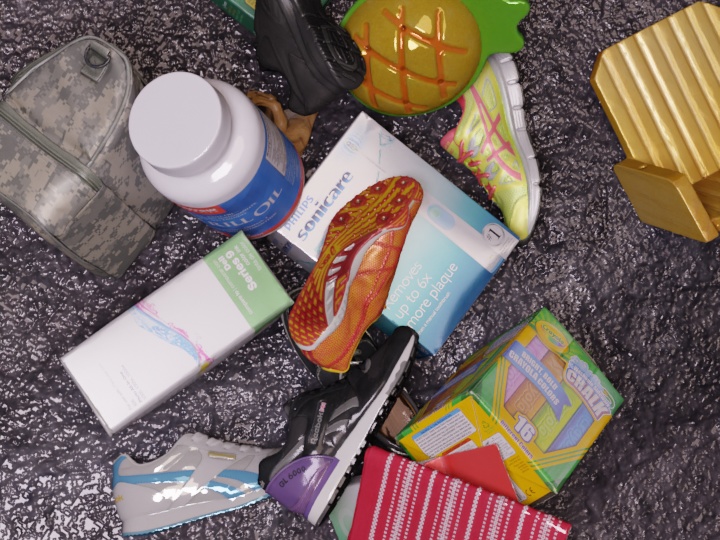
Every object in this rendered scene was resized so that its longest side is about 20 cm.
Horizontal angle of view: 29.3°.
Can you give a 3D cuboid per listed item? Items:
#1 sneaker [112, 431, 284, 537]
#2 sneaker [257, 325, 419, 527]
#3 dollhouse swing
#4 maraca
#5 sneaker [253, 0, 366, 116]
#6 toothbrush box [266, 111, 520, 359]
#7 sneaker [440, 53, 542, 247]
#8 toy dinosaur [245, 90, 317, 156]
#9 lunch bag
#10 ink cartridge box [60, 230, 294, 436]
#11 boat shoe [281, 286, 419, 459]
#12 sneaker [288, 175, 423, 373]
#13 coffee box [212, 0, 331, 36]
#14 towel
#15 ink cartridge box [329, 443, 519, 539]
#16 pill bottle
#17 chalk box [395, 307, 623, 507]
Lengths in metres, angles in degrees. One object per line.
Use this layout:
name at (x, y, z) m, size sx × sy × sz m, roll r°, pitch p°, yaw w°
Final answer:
sneaker at (-0.134, 0.188, 1.295) m, size 0.199 × 0.077 × 0.081 m, roll -14°, pitch 80°, yaw -14°
sneaker at (-0.022, 0.124, 1.256) m, size 0.087 × 0.076 × 0.201 m, roll 30°, pitch 76°, yaw 9°
dollhouse swing at (0.359, -0.163, 1.383) m, size 0.199 × 0.182 × 0.177 m, roll -27°, pitch 108°, yaw -11°
maraca at (0.065, -0.224, 1.323) m, size 0.199 × 0.107 × 0.137 m, roll -28°, pitch 116°, yaw 26°
sneaker at (-0.073, -0.238, 1.313) m, size 0.076 × 0.091 × 0.201 m, roll 1°, pitch 59°, yaw -49°
toothbrush box at (0.030, -0.032, 1.345) m, size 0.200 × 0.085 × 0.147 m, roll 39°, pitch 79°, yaw -2°
sneaker at (0.127, -0.118, 1.383) m, size 0.090 × 0.078 × 0.202 m, roll -11°, pitch 78°, yaw -4°
toy dinosaur at (-0.068, -0.143, 1.366) m, size 0.106 × 0.060 × 0.201 m, roll 37°, pitch 66°, yaw -18°
lunch bag at (-0.241, -0.105, 1.244) m, size 0.139 × 0.200 × 0.168 m, roll 38°, pitch 84°, yaw 19°
ink cartridge box at (-0.171, 0.062, 1.266) m, size 0.200 × 0.145 × 0.088 m, roll -37°, pitch 90°, yaw -12°
boat shoe at (-0.004, 0.097, 1.333) m, size 0.072 × 0.068 × 0.201 m, roll -36°, pitch 89°, yaw -10°
sneaker at (0.000, 0.000, 1.268) m, size 0.073 × 0.077 × 0.201 m, roll 17°, pitch 67°, yaw 38°
coffee box at (-0.115, -0.322, 1.375) m, size 0.199 × 0.044 × 0.123 m, roll 37°, pitch 79°, yaw -4°
towel at (0.079, 0.251, 1.227) m, size 0.199 × 0.022 × 0.146 m, roll 19°, pitch 109°, yaw 21°
ink cartridge box at (0.068, 0.255, 1.259) m, size 0.050 × 0.199 × 0.162 m, roll -23°, pitch 91°, yaw -44°
pill bottle at (-0.127, -0.101, 1.206) m, size 0.111 × 0.200 × 0.113 m, roll -3°, pitch 77°, yaw 15°
chalk box at (0.153, 0.128, 1.309) m, size 0.124 × 0.124 × 0.200 m, roll 49°, pitch 45°, yaw -1°
